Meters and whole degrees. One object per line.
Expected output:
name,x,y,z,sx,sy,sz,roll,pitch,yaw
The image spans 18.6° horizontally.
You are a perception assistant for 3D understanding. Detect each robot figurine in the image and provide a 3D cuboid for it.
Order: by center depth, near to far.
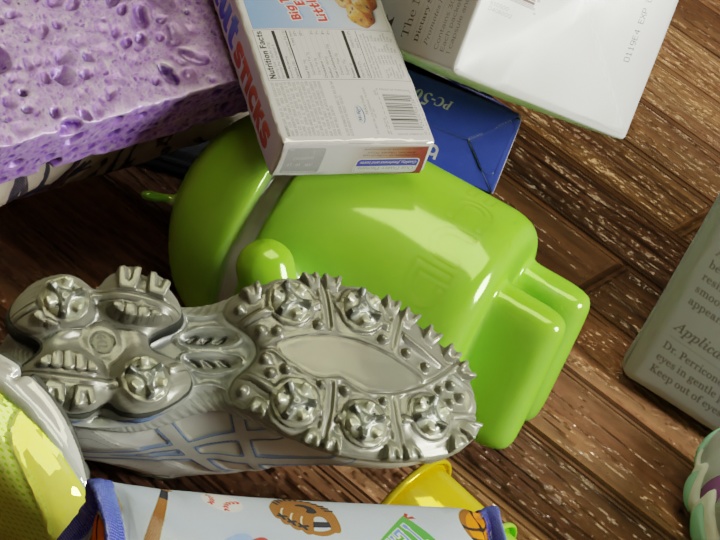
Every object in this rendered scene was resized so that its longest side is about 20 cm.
robot figurine,0.000,0.000,0.999,0.199,0.116,0.175,29,23,11

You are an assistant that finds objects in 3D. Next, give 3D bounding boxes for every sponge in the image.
sponge,-0.118,-0.105,0.976,0.199,0.030,0.112,-19,61,-33

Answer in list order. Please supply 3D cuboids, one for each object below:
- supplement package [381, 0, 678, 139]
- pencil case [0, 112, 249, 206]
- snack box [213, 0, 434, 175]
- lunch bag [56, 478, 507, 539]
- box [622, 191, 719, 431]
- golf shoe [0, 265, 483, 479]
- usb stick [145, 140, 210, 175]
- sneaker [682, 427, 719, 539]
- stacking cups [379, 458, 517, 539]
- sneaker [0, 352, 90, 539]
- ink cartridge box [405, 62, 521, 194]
supplement package,0.050,-0.151,1.062,0.109,0.114,0.200,18,6,-35
pencil case,-0.121,-0.081,1.036,0.199,0.090,0.078,-21,71,-34
snack box,-0.029,-0.125,0.991,0.071,0.024,0.201,-2,52,-22
lunch bag,-0.017,0.177,0.730,0.169,0.124,0.201,7,49,-27
box,0.281,0.007,1.139,0.198,0.172,0.200,33,32,12
golf shoe,-0.053,0.050,0.904,0.199,0.097,0.079,10,59,-15
usb stick,-0.075,-0.067,1.128,0.199,0.033,0.056,16,34,-16
sneaker,0.217,0.105,0.976,0.077,0.140,0.201,11,34,-21
stacking cups,0.084,0.161,0.880,0.200,0.061,0.060,41,35,23
sneaker,-0.193,0.062,0.827,0.199,0.078,0.090,27,41,12
ink cartridge box,0.021,-0.086,1.143,0.094,0.044,0.200,21,7,-6
